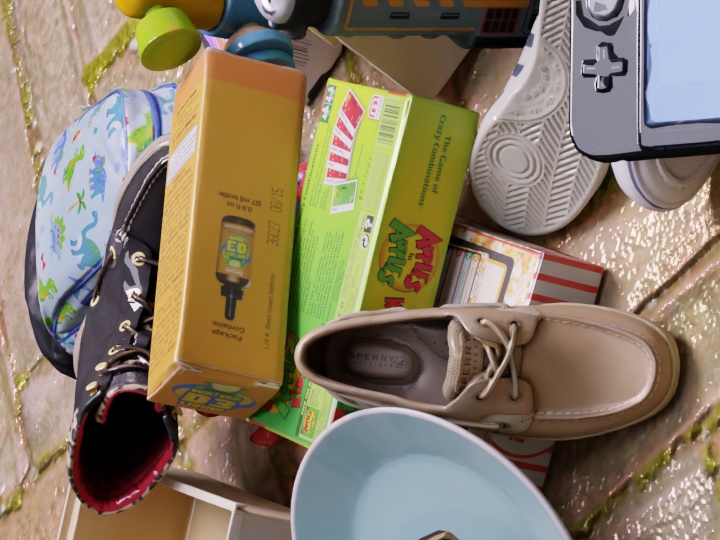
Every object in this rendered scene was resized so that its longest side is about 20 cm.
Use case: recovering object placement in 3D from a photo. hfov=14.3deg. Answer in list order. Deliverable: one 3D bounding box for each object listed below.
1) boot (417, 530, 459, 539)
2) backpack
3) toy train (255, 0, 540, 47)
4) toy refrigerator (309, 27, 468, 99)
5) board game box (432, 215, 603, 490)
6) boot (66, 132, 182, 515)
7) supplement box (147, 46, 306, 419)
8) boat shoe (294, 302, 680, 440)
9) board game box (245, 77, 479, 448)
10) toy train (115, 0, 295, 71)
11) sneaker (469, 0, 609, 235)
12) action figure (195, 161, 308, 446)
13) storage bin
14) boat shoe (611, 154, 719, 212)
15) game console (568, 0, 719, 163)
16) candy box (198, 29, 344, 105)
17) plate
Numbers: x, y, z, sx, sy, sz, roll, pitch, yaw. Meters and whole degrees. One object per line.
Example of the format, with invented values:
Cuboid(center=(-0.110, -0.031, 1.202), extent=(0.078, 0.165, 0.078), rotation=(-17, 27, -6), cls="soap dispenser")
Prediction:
Cuboid(center=(0.093, 0.228, 1.419), extent=(0.138, 0.077, 0.201), rotation=(-2, 110, 51), cls="boot")
Cuboid(center=(-0.137, -0.037, 1.837), extent=(0.199, 0.153, 0.164), rotation=(-21, 55, 38), cls="backpack")
Cuboid(center=(0.035, -0.177, 1.555), extent=(0.085, 0.199, 0.115), rotation=(49, 134, 48), cls="toy train")
Cuboid(center=(-0.026, -0.177, 1.634), extent=(0.070, 0.200, 0.076), rotation=(-53, 37, 3), cls="toy refrigerator")
Cuboid(center=(0.043, 0.046, 1.605), extent=(0.200, 0.046, 0.153), rotation=(23, 99, 57), cls="board game box")
Cuboid(center=(-0.127, 0.033, 1.696), extent=(0.151, 0.073, 0.201), rotation=(-92, 24, -56), cls="boot")
Cuboid(center=(-0.077, -0.021, 1.628), extent=(0.069, 0.066, 0.201), rotation=(136, 143, -57), cls="supplement box")
Cuboid(center=(0.064, 0.052, 1.480), extent=(0.199, 0.064, 0.072), rotation=(-2, 86, 20), cls="boat shoe")
Cuboid(center=(0.000, 0.000, 1.593), extent=(0.101, 0.047, 0.201), rotation=(18, 95, 62), cls="board game box")
Cuboid(center=(-0.129, -0.167, 1.674), extent=(0.085, 0.199, 0.116), rotation=(-46, 52, 38), cls="toy train")
Cuboid(center=(0.119, -0.107, 1.536), extent=(0.085, 0.075, 0.201), rotation=(-56, -9, -47), cls="sneaker")
Cuboid(center=(-0.050, 0.006, 1.713), extent=(0.065, 0.099, 0.201), rotation=(25, 101, 20), cls="action figure")
Cuboid(center=(-0.109, 0.225, 1.731), extent=(0.200, 0.093, 0.200), rotation=(13, 90, 56), cls="storage bin")
Cuboid(center=(0.186, -0.123, 1.435), extent=(0.070, 0.071, 0.201), rotation=(24, 93, 59), cls="boat shoe")
Cuboid(center=(0.171, -0.150, 1.349), extent=(0.199, 0.118, 0.172), rotation=(-4, 79, 29), cls="game console")
Cuboid(center=(-0.037, -0.235, 1.795), extent=(0.200, 0.071, 0.168), rotation=(-54, 40, 31), cls="candy box")
Cuboid(center=(0.047, 0.160, 1.510), extent=(0.199, 0.026, 0.201), rotation=(20, 123, 33), cls="plate")
